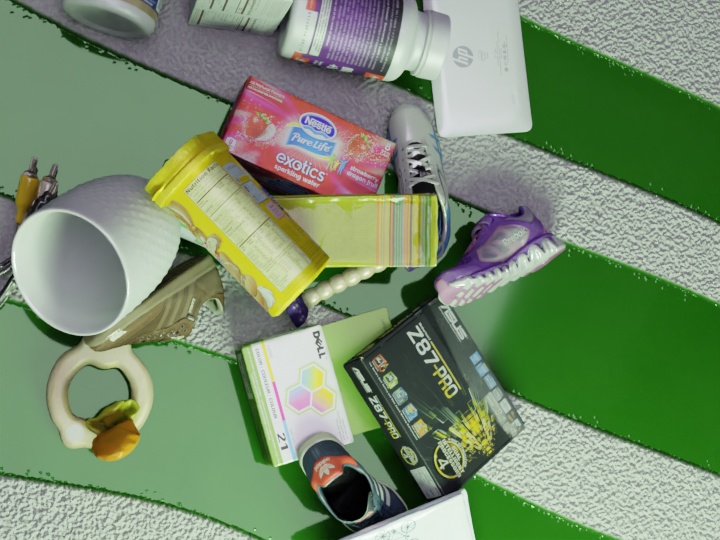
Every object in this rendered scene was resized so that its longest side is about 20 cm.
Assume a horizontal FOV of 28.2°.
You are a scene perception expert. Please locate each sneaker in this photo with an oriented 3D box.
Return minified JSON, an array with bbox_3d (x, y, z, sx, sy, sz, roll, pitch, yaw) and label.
[{"bbox_3d":[0.076,-0.111,1.774,0.071,0.072,0.203,-8,85,-12],"label":"sneaker"},{"bbox_3d":[-0.228,0.055,1.659,0.199,0.070,0.076,-36,109,-39],"label":"sneaker"},{"bbox_3d":[0.159,-0.023,1.771,0.199,0.080,0.089,-24,80,-35],"label":"sneaker"},{"bbox_3d":[0.001,0.277,1.678,0.075,0.085,0.200,-42,124,4],"label":"sneaker"}]

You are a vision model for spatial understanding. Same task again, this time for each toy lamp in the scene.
[{"bbox_3d":[0.000,0.000,1.723,0.198,0.058,0.059,-26,90,5],"label":"toy lamp"}]

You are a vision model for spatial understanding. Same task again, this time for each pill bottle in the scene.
[{"bbox_3d":[-0.275,-0.388,1.699,0.114,0.116,0.202,16,80,-11],"label":"pill bottle"},{"bbox_3d":[0.005,-0.295,1.755,0.198,0.111,0.113,12,82,-11],"label":"pill bottle"}]

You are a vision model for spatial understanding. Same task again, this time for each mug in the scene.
[{"bbox_3d":[-0.299,-0.019,1.609,0.199,0.175,0.148,-33,98,30],"label":"mug"}]

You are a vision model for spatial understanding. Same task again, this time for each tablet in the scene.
[{"bbox_3d":[0.149,-0.274,1.836,0.128,0.014,0.203,-5,85,-13],"label":"tablet"}]

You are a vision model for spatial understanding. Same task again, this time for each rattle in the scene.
[{"bbox_3d":[-0.303,0.107,1.636,0.128,0.143,0.203,2,90,6],"label":"rattle"}]

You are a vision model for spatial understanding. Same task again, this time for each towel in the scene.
[{"bbox_3d":[-0.007,-0.047,1.676,0.197,0.018,0.087,-1,86,-5],"label":"towel"}]

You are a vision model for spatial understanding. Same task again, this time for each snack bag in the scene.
[{"bbox_3d":[0.058,0.371,1.701,0.187,0.021,0.202,-20,120,-13],"label":"snack bag"}]

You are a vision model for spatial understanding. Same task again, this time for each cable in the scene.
[{"bbox_3d":[-0.391,-0.028,1.687,0.097,0.050,0.201,30,91,-25],"label":"cable"}]

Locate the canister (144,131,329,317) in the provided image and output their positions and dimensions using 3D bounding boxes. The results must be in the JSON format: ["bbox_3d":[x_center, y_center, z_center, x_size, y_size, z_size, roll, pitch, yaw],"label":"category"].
[{"bbox_3d":[-0.132,-0.052,1.591,0.087,0.149,0.200,-44,92,10],"label":"canister"}]

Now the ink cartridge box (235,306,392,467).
[{"bbox_3d":[-0.035,0.135,1.722,0.198,0.076,0.150,-16,88,-12],"label":"ink cartridge box"}]

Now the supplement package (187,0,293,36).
[{"bbox_3d":[-0.135,-0.403,1.711,0.109,0.156,0.203,6,83,-12],"label":"supplement package"}]

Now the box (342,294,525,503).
[{"bbox_3d":[0.091,0.154,1.736,0.161,0.049,0.201,-34,95,-37],"label":"box"}]

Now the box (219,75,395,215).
[{"bbox_3d":[-0.070,-0.142,1.731,0.198,0.095,0.101,25,79,-9],"label":"box"}]

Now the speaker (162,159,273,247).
[{"bbox_3d":[-0.154,-0.061,1.710,0.198,0.088,0.089,23,80,-9],"label":"speaker"}]
